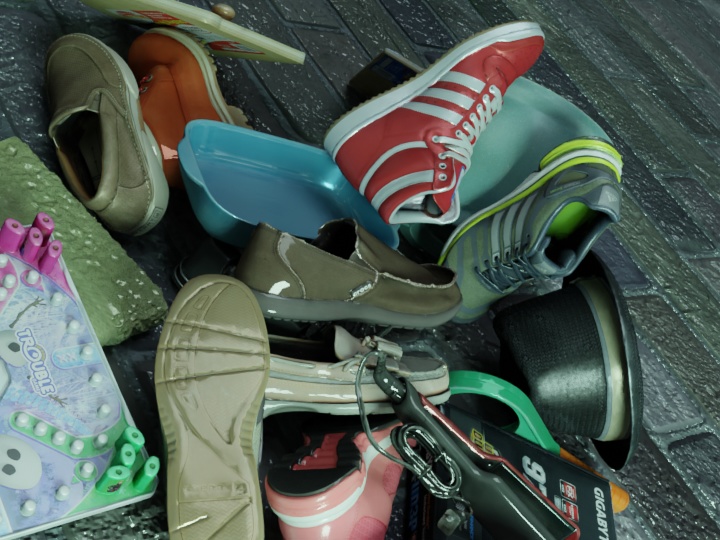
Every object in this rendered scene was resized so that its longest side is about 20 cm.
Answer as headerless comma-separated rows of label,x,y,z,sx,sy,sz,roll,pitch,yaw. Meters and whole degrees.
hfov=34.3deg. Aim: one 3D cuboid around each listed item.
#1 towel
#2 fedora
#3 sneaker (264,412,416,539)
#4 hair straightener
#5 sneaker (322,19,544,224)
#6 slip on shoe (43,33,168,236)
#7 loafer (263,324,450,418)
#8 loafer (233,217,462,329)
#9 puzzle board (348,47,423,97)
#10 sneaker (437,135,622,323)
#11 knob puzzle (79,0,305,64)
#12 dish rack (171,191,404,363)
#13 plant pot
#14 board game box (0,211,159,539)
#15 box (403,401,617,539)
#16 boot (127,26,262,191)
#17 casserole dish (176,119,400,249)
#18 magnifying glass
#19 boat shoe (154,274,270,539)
towel,-0.236,-0.014,0.789,0.200,0.036,0.148,43,33,12
fedora,0.160,0.076,0.952,0.091,0.201,0.201,-7,43,-3
sneaker,-0.010,0.149,0.778,0.200,0.074,0.087,-31,115,-69
hair straightener,0.066,0.131,0.753,0.200,0.041,0.077,49,28,-10
sneaker,0.081,-0.111,0.930,0.113,0.200,0.071,57,-2,23
slip on shoe,-0.211,-0.114,0.898,0.061,0.076,0.200,19,40,-53
loafer,-0.031,0.064,0.795,0.200,0.063,0.072,-1,7,-18
loafer,0.000,0.000,0.831,0.200,0.071,0.073,3,10,-42
puzzle board,0.071,-0.168,1.166,0.151,0.017,0.200,30,-5,-9
sneaker,0.130,-0.020,0.931,0.074,0.200,0.081,30,33,-20
knob puzzle,-0.171,-0.231,1.021,0.219,0.030,0.220,17,2,-1
dish rack,-0.034,0.010,0.928,0.153,0.055,0.200,45,32,10
plant pot,0.114,-0.072,1.052,0.200,0.200,0.134,30,75,-9
board game box,-0.235,0.060,0.662,0.200,0.026,0.200,-11,61,-38
box,0.108,0.202,0.821,0.159,0.046,0.200,27,35,-13
boot,-0.170,-0.138,0.974,0.107,0.075,0.200,-9,47,-31
casserole dish,-0.058,-0.053,0.899,0.200,0.039,0.121,11,40,-36
magnifying glass,0.133,0.137,0.912,0.200,0.080,0.022,33,49,-23
boat shoe,-0.093,0.100,0.716,0.072,0.065,0.200,2,61,-16
